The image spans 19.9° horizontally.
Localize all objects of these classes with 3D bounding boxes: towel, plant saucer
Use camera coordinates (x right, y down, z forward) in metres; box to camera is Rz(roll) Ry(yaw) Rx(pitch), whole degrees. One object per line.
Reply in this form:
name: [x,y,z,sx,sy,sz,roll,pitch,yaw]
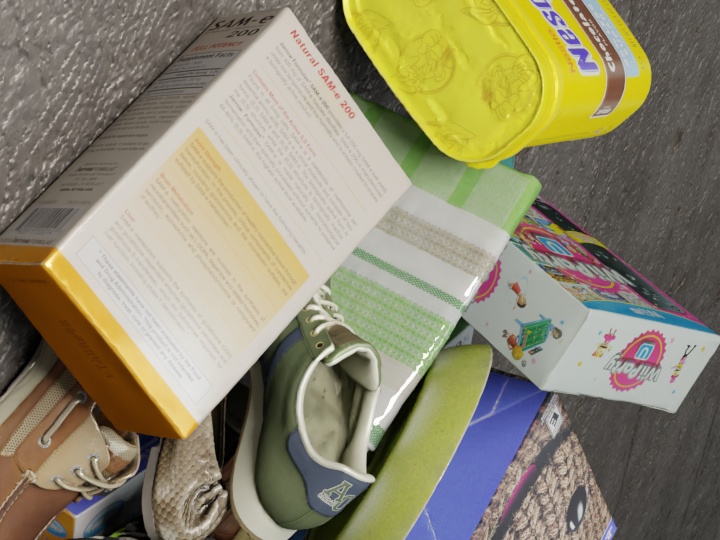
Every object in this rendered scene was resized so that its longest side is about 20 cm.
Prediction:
towel: [0.000,0.000,1.245,0.200,0.149,0.031,-55,157,-15]
plant saucer: [0.014,0.124,1.238,0.200,0.031,0.200,-59,-176,7]

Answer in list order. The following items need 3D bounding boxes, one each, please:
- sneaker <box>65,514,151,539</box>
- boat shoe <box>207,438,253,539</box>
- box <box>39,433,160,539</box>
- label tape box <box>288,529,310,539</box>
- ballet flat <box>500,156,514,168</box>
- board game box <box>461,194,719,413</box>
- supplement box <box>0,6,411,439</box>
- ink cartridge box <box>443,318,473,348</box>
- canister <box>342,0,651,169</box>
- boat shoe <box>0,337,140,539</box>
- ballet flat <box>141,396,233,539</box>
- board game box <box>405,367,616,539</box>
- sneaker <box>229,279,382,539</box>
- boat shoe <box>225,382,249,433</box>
sneaker: [-0.133,0.166,1.190,0.200,0.072,0.083,70,34,-70]
boat shoe: [-0.046,0.095,1.344,0.200,0.068,0.072,-56,-179,4]
box: [-0.157,0.173,1.262,0.119,0.041,0.200,-34,147,-47]
label tape box: [-0.085,0.250,1.318,0.200,0.063,0.144,-41,-174,20]
ballet flat: [0.071,-0.052,1.445,0.067,0.062,0.200,-33,140,-27]
board game box: [0.113,0.006,1.322,0.148,0.200,0.064,12,114,-47]
supplement box: [-0.083,-0.027,1.073,0.200,0.074,0.126,-48,118,-26]
ink cartridge box: [0.024,0.082,1.455,0.104,0.059,0.200,-38,148,-40]
canister: [0.091,-0.144,1.274,0.087,0.149,0.200,-41,168,25]
boat shoe: [-0.158,0.091,1.121,0.200,0.072,0.076,-61,157,2]
ballet flat: [-0.086,0.063,1.172,0.067,0.046,0.200,63,28,-54]
board game box: [0.084,0.183,1.429,0.159,0.097,0.200,-60,146,-24]
sneaker: [-0.021,0.050,1.148,0.067,0.090,0.200,24,54,-36]
boat shoe: [-0.024,0.022,1.293,0.200,0.075,0.068,-61,152,-13]
